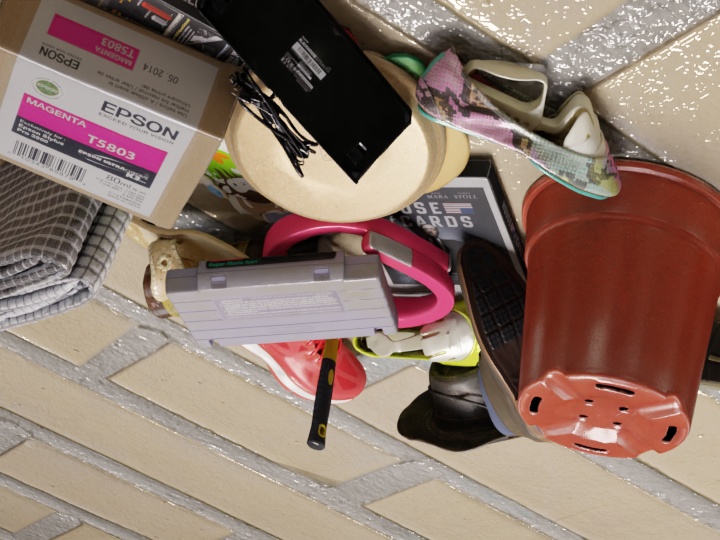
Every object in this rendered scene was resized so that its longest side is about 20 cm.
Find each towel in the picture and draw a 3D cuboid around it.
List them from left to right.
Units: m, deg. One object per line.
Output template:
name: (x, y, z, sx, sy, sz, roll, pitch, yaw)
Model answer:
towel: (-0.303, -0.043, 1.464, 0.198, 0.167, 0.086, -15, 136, 39)

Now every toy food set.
toy food set: (-0.020, -0.119, 1.310, 0.198, 0.049, 0.198, -18, 131, 26)

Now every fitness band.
fitness band: (0.000, 0.000, 1.459, 0.199, 0.038, 0.143, 28, 146, -36)

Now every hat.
hat: (0.128, 0.110, 1.589, 0.198, 0.200, 0.082, -3, 108, 27)

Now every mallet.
mallet: (-0.037, 0.078, 1.517, 0.041, 0.202, 0.066, -26, 126, 39)

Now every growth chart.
growth chart: (-0.103, -0.081, 1.438, 0.199, 0.018, 0.144, 32, 157, -27)

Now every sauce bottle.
sauce bottle: (-0.121, 0.002, 1.557, 0.198, 0.065, 0.065, -12, 142, 21)

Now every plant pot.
plant pot: (0.223, 0.043, 1.347, 0.198, 0.197, 0.202, 10, 150, 6)

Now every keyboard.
keyboard: (-0.055, -0.156, 1.221, 0.200, 0.104, 0.040, 47, 173, -22)

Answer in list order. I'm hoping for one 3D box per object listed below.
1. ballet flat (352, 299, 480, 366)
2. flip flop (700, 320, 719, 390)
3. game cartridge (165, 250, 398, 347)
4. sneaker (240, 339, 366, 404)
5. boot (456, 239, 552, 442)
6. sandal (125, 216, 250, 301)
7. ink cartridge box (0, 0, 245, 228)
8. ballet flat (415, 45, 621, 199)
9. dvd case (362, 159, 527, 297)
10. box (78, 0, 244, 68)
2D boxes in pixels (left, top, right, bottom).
ballet flat: (0.069, 0.067, 1.547, 0.199, 0.068, 0.067, -2, -169, 46)
flip flop: (0.331, 0.077, 1.491, 0.197, 0.082, 0.058, 13, 165, -8)
game cartridge: (-0.070, 0.027, 1.438, 0.197, 0.039, 0.130, -4, 149, 8)
sneaker: (-0.049, 0.072, 1.634, 0.199, 0.079, 0.115, 31, 147, -28)
boot: (0.124, 0.073, 1.449, 0.202, 0.074, 0.097, 65, 152, 0)
sandal: (-0.182, -0.003, 1.494, 0.210, 0.070, 0.078, 24, 159, 35)
ink cartridge box: (-0.213, -0.133, 1.263, 0.198, 0.076, 0.165, 22, 150, -11)
ballet flat: (0.140, -0.122, 1.251, 0.198, 0.069, 0.071, 24, 122, -16)
dvd case: (0.073, -0.036, 1.452, 0.148, 0.025, 0.201, 1, 148, 21)
box: (-0.189, -0.188, 1.285, 0.156, 0.050, 0.200, 26, 148, -19)
